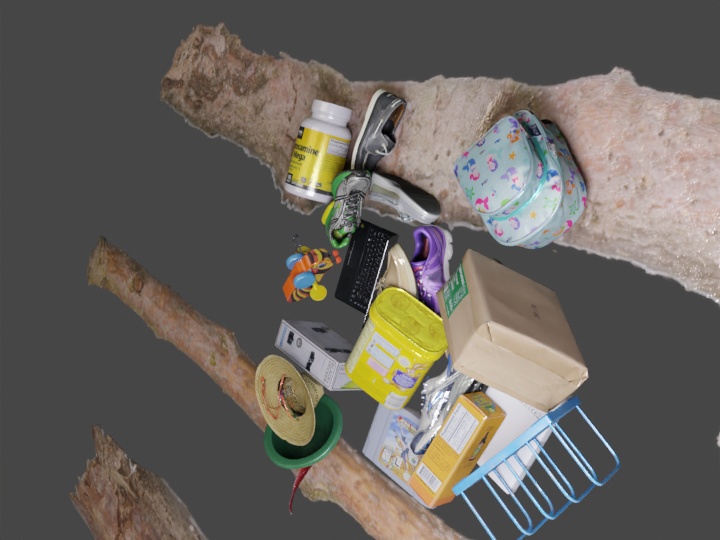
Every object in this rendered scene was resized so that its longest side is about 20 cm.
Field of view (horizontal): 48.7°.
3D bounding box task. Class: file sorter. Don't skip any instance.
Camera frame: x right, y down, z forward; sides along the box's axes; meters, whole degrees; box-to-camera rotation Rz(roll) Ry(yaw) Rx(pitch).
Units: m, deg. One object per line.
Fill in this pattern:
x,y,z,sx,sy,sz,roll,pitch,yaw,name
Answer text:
0.269,0.306,1.196,0.200,0.139,0.123,-47,70,27,file sorter

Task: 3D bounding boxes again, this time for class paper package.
0.224,0.089,1.210,0.104,0.190,0.200,-54,20,27,paper package

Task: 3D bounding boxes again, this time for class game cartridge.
0.089,0.328,1.473,0.200,0.041,0.134,30,111,44,game cartridge

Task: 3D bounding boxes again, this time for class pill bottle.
-0.084,-0.251,1.674,0.112,0.112,0.201,24,102,45,pill bottle

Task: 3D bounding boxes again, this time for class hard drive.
0.253,0.247,1.317,0.132,0.026,0.201,43,115,41,hard drive

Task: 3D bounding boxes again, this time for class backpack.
0.258,-0.140,1.283,0.177,0.150,0.201,-39,63,34,backpack

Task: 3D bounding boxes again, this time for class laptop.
0.000,0.000,1.560,0.200,0.103,0.178,27,103,45,laptop

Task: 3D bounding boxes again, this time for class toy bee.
-0.096,-0.001,1.680,0.200,0.108,0.132,143,115,-66,toy bee

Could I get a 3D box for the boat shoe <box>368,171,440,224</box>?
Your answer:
0.080,-0.130,1.519,0.202,0.074,0.065,39,118,46,boat shoe

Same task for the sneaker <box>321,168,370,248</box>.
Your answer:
-0.020,-0.124,1.590,0.200,0.078,0.086,110,149,-48,sneaker

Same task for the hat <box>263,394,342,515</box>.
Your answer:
-0.101,0.377,1.679,0.199,0.176,0.166,-21,48,8,hat

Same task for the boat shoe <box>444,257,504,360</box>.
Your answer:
0.180,0.070,1.379,0.072,0.076,0.201,27,106,42,boat shoe

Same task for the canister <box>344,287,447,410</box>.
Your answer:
0.061,0.145,1.426,0.148,0.087,0.200,37,137,11,canister

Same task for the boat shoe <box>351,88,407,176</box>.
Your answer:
0.034,-0.255,1.584,0.067,0.072,0.201,28,111,23,boat shoe

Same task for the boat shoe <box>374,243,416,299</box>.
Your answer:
0.062,0.039,1.444,0.072,0.065,0.201,-112,12,-45,boat shoe

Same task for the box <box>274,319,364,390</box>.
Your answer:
-0.069,0.169,1.602,0.200,0.116,0.060,31,107,43,box

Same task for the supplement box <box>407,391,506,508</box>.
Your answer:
0.160,0.300,1.336,0.069,0.066,0.201,44,115,34,supplement box

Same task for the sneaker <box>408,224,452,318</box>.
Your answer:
0.119,0.016,1.447,0.080,0.083,0.201,-13,76,45,sneaker

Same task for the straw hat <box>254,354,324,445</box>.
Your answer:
-0.122,0.246,1.594,0.201,0.085,0.202,22,120,44,straw hat

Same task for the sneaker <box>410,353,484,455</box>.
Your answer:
0.140,0.227,1.377,0.085,0.077,0.201,39,101,33,sneaker
